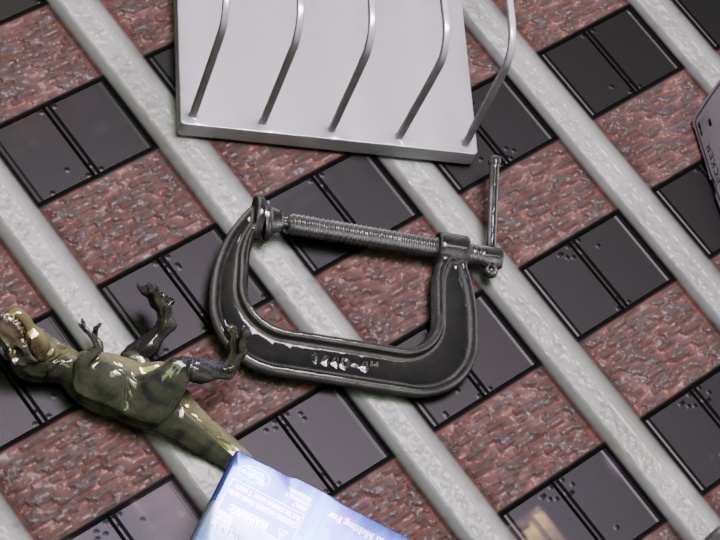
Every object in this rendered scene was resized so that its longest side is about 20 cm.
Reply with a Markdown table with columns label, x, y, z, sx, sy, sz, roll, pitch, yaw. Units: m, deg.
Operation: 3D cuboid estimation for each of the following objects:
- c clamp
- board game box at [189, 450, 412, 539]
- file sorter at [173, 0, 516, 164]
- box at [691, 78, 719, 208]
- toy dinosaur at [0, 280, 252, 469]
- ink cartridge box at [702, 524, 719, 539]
| label | x | y | z | sx | sy | sz | roll | pitch | yaw |
| --- | --- | --- | --- | --- | --- | --- | --- | --- | --- |
| c clamp | 0.000 | 0.000 | 1.408 | 0.199 | 0.027 | 0.172 | 4 | 64 | -17 |
| board game box | -0.024 | 0.230 | 1.235 | 0.199 | 0.043 | 0.200 | 27 | 62 | -2 |
| file sorter | -0.010 | -0.167 | 1.443 | 0.199 | 0.125 | 0.140 | 5 | 59 | -16 |
| box | 0.338 | -0.073 | 1.538 | 0.199 | 0.060 | 0.117 | -1 | 60 | -19 |
| toy dinosaur | -0.115 | 0.061 | 1.318 | 0.199 | 0.047 | 0.088 | 29 | 73 | -2 |
| ink cartridge box | 0.302 | 0.222 | 1.333 | 0.145 | 0.085 | 0.201 | -21 | 70 | -28 |
